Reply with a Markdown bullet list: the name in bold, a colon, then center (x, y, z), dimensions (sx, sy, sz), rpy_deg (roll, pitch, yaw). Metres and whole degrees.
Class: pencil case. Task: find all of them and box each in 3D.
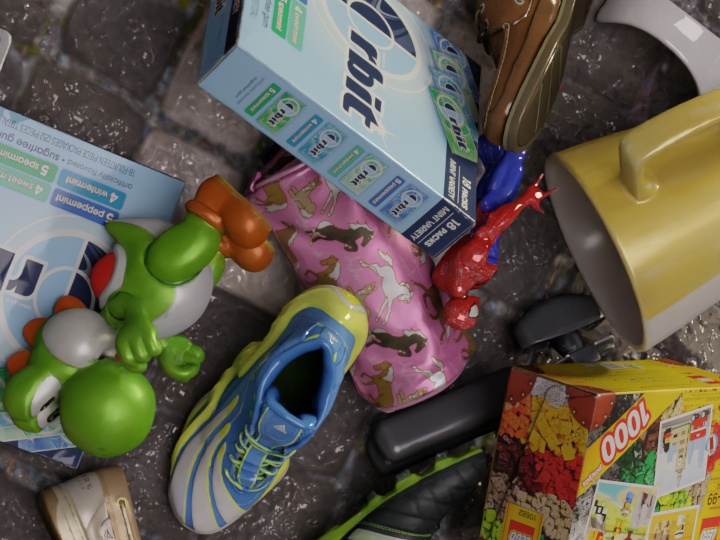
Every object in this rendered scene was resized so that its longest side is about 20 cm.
- **pencil case**: center (0.000, 0.000, 1.714), dimensions (0.201, 0.086, 0.083), rpy_deg (59, 45, -19)

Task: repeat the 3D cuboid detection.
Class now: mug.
- **mug**: center (0.230, -0.043, 1.738), dimensions (0.152, 0.187, 0.150), rpy_deg (-25, 94, -7)

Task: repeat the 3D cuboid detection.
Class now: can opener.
- **can opener**: center (0.089, 0.076, 1.790), dimensions (0.199, 0.053, 0.067), rpy_deg (-21, 73, -19)

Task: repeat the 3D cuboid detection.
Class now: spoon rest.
- **spoon rest**: center (0.256, -0.130, 1.821), dimensions (0.200, 0.061, 0.100), rpy_deg (40, 81, -22)

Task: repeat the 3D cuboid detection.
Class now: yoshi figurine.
- **yoshi figurine**: center (-0.131, 0.042, 1.603), dimensions (0.200, 0.112, 0.113), rpy_deg (-44, 119, -10)

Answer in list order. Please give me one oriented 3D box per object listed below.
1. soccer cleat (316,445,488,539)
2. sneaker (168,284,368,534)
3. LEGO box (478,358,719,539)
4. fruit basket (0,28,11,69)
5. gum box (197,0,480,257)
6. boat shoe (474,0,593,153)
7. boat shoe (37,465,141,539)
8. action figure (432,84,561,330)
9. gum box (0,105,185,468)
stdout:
- **soccer cleat**: center (0.014, 0.196, 1.735), dimensions (0.199, 0.068, 0.081), rpy_deg (-36, 87, 3)
- **sneaker**: center (-0.070, 0.100, 1.657), dimensions (0.075, 0.105, 0.201), rpy_deg (32, 107, -3)
- **LEGO box**: center (0.176, 0.144, 1.765), dimensions (0.199, 0.077, 0.150), rpy_deg (-1, 103, -51)
- **fruit basket**: center (-0.335, -0.096, 1.539), dimensions (0.199, 0.094, 0.186), rpy_deg (23, 89, -6)
- **gum box**: center (-0.009, -0.126, 1.646), dimensions (0.199, 0.171, 0.045), rpy_deg (35, 124, -23)
- **boat shoe**: center (0.109, -0.160, 1.718), dimensions (0.068, 0.072, 0.201), rpy_deg (18, 50, 9)
- **boat shoe**: center (-0.144, 0.222, 1.684), dimensions (0.069, 0.074, 0.201), rpy_deg (-26, 106, -12)
- **action figure**: center (0.091, -0.044, 1.715), dimensions (0.051, 0.065, 0.201), rpy_deg (32, 58, -16)
- **gum box**: center (-0.227, 0.005, 1.634), dimensions (0.169, 0.044, 0.201), rpy_deg (21, 87, -25)
